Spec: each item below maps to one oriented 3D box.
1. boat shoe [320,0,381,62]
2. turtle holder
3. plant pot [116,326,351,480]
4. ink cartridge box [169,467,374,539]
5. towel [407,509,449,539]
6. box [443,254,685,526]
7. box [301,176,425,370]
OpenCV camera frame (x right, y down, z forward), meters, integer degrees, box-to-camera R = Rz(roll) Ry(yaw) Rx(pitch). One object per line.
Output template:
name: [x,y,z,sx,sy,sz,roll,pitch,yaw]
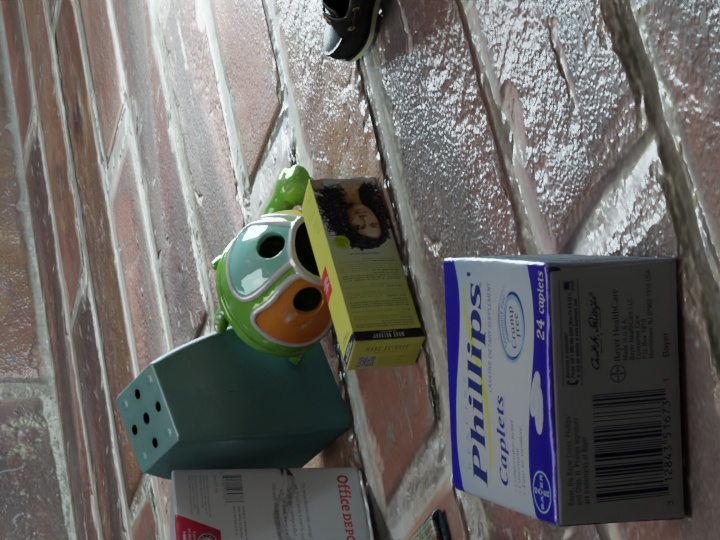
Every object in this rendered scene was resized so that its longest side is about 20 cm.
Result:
boat shoe: [-0.011,-0.269,1.889,0.201,0.063,0.074,121,140,-62]
turtle holder: [-0.067,-0.005,2.027,0.132,0.141,0.186,-44,11,48]
plant pot: [-0.146,0.144,2.062,0.141,0.199,0.142,-43,62,46]
ink cartridge box: [-0.093,0.278,1.984,0.145,0.199,0.084,-101,14,-53]
towel: [0.056,0.331,1.852,0.200,0.022,0.147,118,144,-57]
box: [0.144,0.081,1.413,0.200,0.105,0.185,-177,85,-72]
box: [0.000,0.000,1.882,0.050,0.075,0.200,110,150,-50]
